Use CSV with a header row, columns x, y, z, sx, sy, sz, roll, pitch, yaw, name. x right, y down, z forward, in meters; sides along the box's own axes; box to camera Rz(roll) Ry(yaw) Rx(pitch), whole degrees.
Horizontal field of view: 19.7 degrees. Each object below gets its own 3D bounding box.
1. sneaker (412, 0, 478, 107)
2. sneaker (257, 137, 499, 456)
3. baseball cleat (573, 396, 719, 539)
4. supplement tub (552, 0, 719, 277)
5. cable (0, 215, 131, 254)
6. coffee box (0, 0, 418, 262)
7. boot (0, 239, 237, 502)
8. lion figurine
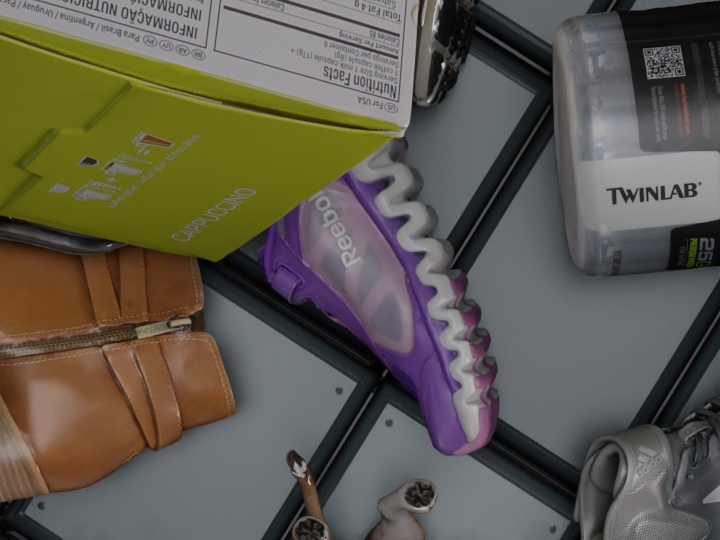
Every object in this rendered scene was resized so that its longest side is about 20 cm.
x,y,z,sx,sy,sz,roll,pitch,yaw,name
0.010,-0.174,1.003,0.084,0.077,0.202,-6,81,13,sneaker
0.000,0.000,0.990,0.088,0.080,0.202,-25,82,7,sneaker
0.173,0.082,0.969,0.106,0.070,0.201,35,89,-27,baseball cleat
0.192,-0.065,0.960,0.198,0.123,0.124,-5,88,2,supplement tub
-0.179,-0.026,0.955,0.199,0.050,0.098,-28,81,-30,cable
-0.103,-0.137,0.881,0.198,0.199,0.200,13,69,-24,coffee box
-0.154,0.006,1.000,0.153,0.074,0.202,-17,84,-8,boot
0.049,0.160,0.977,0.199,0.123,0.073,35,71,19,lion figurine
